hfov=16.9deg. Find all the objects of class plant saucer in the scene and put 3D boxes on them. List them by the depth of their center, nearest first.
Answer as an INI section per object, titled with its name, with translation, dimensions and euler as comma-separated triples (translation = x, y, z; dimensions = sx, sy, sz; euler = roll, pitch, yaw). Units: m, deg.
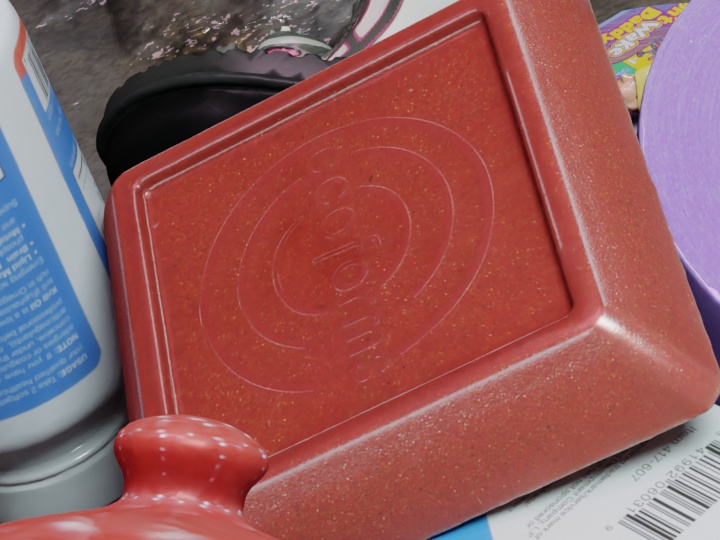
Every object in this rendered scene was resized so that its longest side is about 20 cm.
[plant saucer]
translation = 0.000, 0.000, 0.800
dimensions = 0.199, 0.037, 0.200
euler = -25, 47, 13

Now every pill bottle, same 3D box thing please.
[pill bottle]
translation = -0.146, 0.000, 0.913
dimensions = 0.112, 0.201, 0.112
euler = -14, 35, 10

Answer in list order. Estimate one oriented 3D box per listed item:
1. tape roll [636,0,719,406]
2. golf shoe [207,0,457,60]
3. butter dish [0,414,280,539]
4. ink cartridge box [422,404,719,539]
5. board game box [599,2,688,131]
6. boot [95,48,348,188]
[tape roll]
translation = 0.191, -0.025, 0.822
dimensions = 0.199, 0.066, 0.201
euler = -1, 57, 1
[golf shoe]
translation = 0.015, -0.075, 1.025
dimensions = 0.199, 0.077, 0.088
euler = -26, 50, 34
[butter dish]
translation = -0.054, 0.113, 0.660
dimensions = 0.200, 0.199, 0.149
euler = -9, 72, 53
[ink cartridge box]
translation = 0.107, 0.130, 0.709
dimensions = 0.146, 0.085, 0.200
euler = -37, 38, -21
[board game box]
translation = 0.102, -0.070, 1.015
dimensions = 0.199, 0.039, 0.158
euler = -31, 36, -14
[boot]
translation = -0.031, 0.000, 0.901
dimensions = 0.210, 0.079, 0.158
euler = 0, 56, 32
